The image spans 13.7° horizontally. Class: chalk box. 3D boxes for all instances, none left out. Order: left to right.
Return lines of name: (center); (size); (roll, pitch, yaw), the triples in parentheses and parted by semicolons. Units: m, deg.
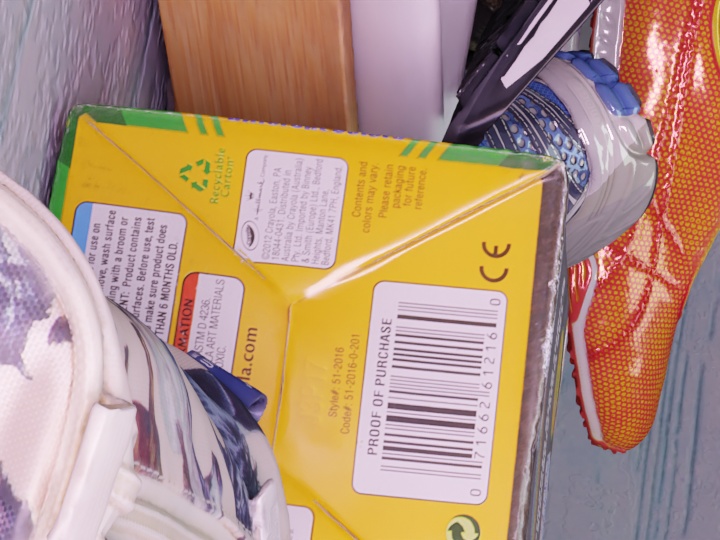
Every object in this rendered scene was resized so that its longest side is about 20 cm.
chalk box: (-0.012, 0.047, 0.781); (0.200, 0.123, 0.125); (75, 22, -76)

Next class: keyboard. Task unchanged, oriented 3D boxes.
keyboard: (0.064, -0.092, 0.796); (0.127, 0.021, 0.200); (-48, -176, 11)

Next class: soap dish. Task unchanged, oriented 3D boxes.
soap dish: (-0.008, -0.125, 0.797); (0.200, 0.081, 0.158); (86, 13, -60)

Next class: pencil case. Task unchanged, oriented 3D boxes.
pencil case: (-0.059, 0.034, 0.499); (0.200, 0.089, 0.078); (58, 40, -79)

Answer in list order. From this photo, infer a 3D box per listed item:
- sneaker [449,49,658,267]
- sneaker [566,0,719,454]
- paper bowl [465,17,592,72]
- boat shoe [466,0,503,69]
sneaker: (0.000, 0.000, 0.932); (0.085, 0.077, 0.200); (-12, 153, -44)
sneaker: (0.113, -0.029, 1.088); (0.073, 0.077, 0.201); (-57, 155, -77)
paper bowl: (0.039, -0.074, 1.162); (0.201, 0.104, 0.202); (8, 90, -83)
boat shoe: (0.041, -0.097, 0.959); (0.200, 0.073, 0.065); (-27, -144, 50)
